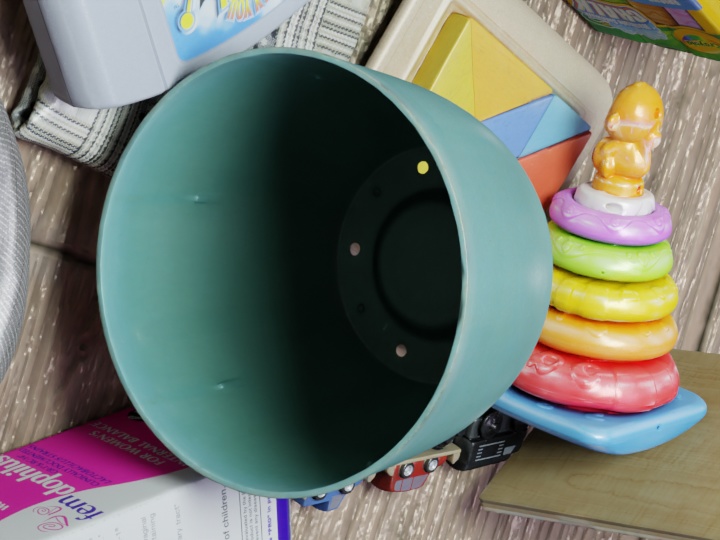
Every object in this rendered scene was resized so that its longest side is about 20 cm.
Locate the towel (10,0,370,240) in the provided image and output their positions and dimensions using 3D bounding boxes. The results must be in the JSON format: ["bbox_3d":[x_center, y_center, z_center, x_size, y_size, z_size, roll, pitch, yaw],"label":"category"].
[{"bbox_3d":[-0.064,-0.130,1.143,0.192,0.034,0.201,23,86,-46],"label":"towel"}]

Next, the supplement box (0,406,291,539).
[{"bbox_3d":[-0.138,0.145,1.111,0.199,0.101,0.104,-20,117,-39],"label":"supplement box"}]

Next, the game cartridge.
[{"bbox_3d":[-0.073,-0.165,1.077,0.200,0.040,0.134,-39,134,-30],"label":"game cartridge"}]

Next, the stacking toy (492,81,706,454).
[{"bbox_3d":[0.138,-0.009,1.303,0.116,0.109,0.202,-11,115,-45],"label":"stacking toy"}]

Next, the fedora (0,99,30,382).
[{"bbox_3d":[-0.230,-0.025,0.971,0.176,0.090,0.202,-25,114,-39],"label":"fedora"}]

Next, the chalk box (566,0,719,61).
[{"bbox_3d":[0.176,-0.200,1.293,0.200,0.123,0.126,35,79,-45],"label":"chalk box"}]

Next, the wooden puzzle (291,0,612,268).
[{"bbox_3d":[0.056,-0.059,1.283,0.185,0.037,0.201,35,78,-45],"label":"wooden puzzle"}]

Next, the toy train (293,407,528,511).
[{"bbox_3d":[0.024,0.101,1.308,0.199,0.034,0.046,-7,121,-44],"label":"toy train"}]

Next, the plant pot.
[{"bbox_3d":[0.000,0.000,1.110,0.161,0.199,0.202,-2,105,-60],"label":"plant pot"}]

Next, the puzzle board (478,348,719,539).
[{"bbox_3d":[0.185,0.101,1.330,0.151,0.199,0.017,-46,127,-36],"label":"puzzle board"}]
